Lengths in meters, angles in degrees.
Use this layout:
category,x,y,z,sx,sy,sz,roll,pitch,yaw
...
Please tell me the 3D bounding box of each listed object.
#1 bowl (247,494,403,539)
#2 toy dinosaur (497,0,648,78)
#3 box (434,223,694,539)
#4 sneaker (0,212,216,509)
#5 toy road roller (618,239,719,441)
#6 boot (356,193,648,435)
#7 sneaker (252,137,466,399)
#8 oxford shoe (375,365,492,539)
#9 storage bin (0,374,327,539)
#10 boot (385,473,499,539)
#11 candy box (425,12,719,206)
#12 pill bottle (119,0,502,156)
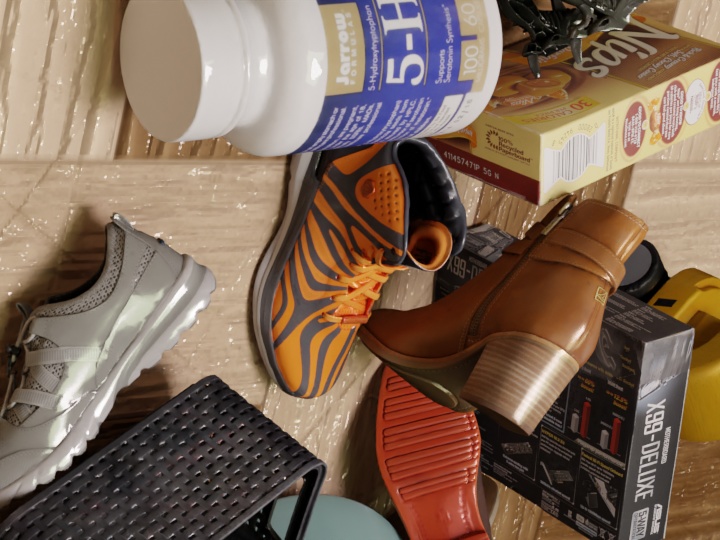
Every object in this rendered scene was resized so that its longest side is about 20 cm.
category,x,y,z,sx,sy,sz,roll,pitch,yaw
bowl,-0.031,0.258,1.427,0.201,0.105,0.201,-10,115,-22
toy dinosaur,0.107,-0.203,1.402,0.200,0.102,0.136,-42,106,-6
box,0.127,0.077,1.470,0.050,0.200,0.158,-14,119,-37
sneaker,-0.176,0.054,1.256,0.082,0.075,0.200,42,82,-12
toy road roller,0.206,0.084,1.597,0.200,0.146,0.123,-47,137,-19
boot,0.091,0.015,1.402,0.074,0.200,0.155,39,79,-36
sneaker,0.000,0.000,1.362,0.078,0.112,0.200,-11,117,-43
oxford shoe,0.052,0.152,1.495,0.073,0.071,0.200,75,6,-77
storage bin,-0.125,0.170,1.286,0.200,0.094,0.135,-34,154,-41
boot,0.040,0.256,1.577,0.200,0.070,0.146,-41,137,-17
candy box,0.145,-0.113,1.454,0.200,0.115,0.055,-24,126,-37
pill bottle,-0.030,-0.128,1.253,0.200,0.120,0.120,-10,117,-35
